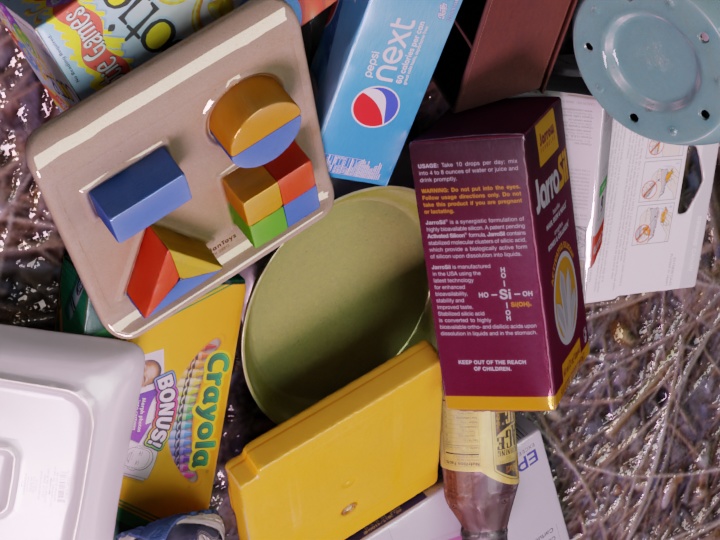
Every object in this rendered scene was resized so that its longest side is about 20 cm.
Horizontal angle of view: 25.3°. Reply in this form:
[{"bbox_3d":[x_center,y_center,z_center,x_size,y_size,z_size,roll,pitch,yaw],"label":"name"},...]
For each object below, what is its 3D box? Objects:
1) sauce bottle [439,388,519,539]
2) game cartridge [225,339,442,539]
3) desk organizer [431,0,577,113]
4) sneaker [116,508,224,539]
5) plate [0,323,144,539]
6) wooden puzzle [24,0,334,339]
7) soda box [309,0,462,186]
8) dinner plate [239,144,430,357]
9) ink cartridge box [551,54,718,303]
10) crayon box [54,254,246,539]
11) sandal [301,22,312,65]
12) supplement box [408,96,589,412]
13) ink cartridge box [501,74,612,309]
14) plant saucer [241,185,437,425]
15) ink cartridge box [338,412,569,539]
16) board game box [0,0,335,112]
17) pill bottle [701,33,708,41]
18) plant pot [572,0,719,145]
[{"bbox_3d":[0.095,0.149,1.282,0.065,0.066,0.202,-9,99,-28],"label":"sauce bottle"},{"bbox_3d":[-0.017,0.149,1.212,0.175,0.032,0.201,-29,150,-17],"label":"game cartridge"},{"bbox_3d":[0.100,-0.201,1.078,0.076,0.072,0.201,-18,150,-22],"label":"desk organizer"},{"bbox_3d":[-0.120,0.237,1.156,0.076,0.086,0.200,-18,150,-3],"label":"sneaker"},{"bbox_3d":[-0.255,0.131,1.069,0.198,0.032,0.201,9,107,-11],"label":"plate"},{"bbox_3d":[-0.099,-0.052,1.006,0.184,0.046,0.201,-33,146,-13],"label":"wooden puzzle"},{"bbox_3d":[0.015,-0.158,1.080,0.064,0.068,0.201,8,128,-20],"label":"soda box"},{"bbox_3d":[0.000,0.000,1.216,0.199,0.024,0.202,-13,118,-26],"label":"dinner plate"},{"bbox_3d":[0.207,-0.075,1.297,0.172,0.043,0.202,-7,114,-30],"label":"ink cartridge box"},{"bbox_3d":[-0.158,0.091,1.136,0.118,0.058,0.202,-1,111,-31],"label":"crayon box"},{"bbox_3d":[-0.081,-0.097,1.108,0.075,0.045,0.201,17,101,-35],"label":"sandal"},{"bbox_3d":[0.102,-0.013,1.147,0.110,0.085,0.202,-44,128,-61],"label":"supplement box"},{"bbox_3d":[0.130,-0.048,1.221,0.050,0.108,0.202,-52,146,-61],"label":"ink cartridge box"},{"bbox_3d":[-0.008,0.027,1.182,0.199,0.031,0.202,-17,122,-29],"label":"plant saucer"},{"bbox_3d":[0.088,0.251,1.371,0.195,0.043,0.201,-31,122,-17],"label":"ink cartridge box"},{"bbox_3d":[-0.116,-0.181,1.013,0.200,0.105,0.103,-38,126,-12],"label":"board game box"},{"bbox_3d":[0.287,-0.274,1.214,0.112,0.112,0.201,-28,123,-18],"label":"pill bottle"},{"bbox_3d":[0.240,-0.181,1.115,0.161,0.199,0.202,-41,129,-34],"label":"plant pot"}]
